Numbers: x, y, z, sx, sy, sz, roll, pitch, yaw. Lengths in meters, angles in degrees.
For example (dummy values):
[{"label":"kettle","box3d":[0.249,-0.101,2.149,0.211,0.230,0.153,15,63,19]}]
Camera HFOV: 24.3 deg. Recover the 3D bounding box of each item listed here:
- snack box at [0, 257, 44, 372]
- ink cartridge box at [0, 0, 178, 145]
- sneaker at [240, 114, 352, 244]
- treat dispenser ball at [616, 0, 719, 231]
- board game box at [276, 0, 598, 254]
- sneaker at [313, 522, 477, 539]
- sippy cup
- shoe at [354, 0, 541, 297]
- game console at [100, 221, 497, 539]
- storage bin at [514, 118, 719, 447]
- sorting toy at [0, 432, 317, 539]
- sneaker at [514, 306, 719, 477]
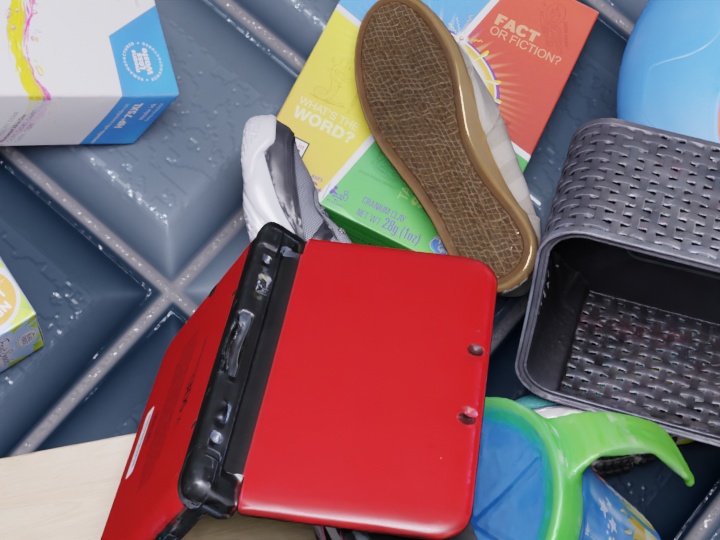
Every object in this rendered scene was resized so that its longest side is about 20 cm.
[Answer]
[{"label":"snack box","box3d":[-0.308,0.020,0.946,0.199,0.068,0.169,-32,77,-14]},{"label":"ink cartridge box","box3d":[-0.216,-0.137,0.964,0.199,0.067,0.117,-5,70,-38]},{"label":"sneaker","box3d":[0.000,0.000,0.964,0.113,0.075,0.201,-14,91,-1]},{"label":"treat dispenser ball","box3d":[0.250,-0.100,0.978,0.199,0.201,0.202,2,72,-6]},{"label":"board game box","box3d":[0.040,-0.105,1.039,0.152,0.040,0.201,25,71,2]},{"label":"sneaker","box3d":[0.006,0.138,0.847,0.080,0.200,0.087,-6,113,-7]},{"label":"sippy cup","box3d":[0.094,0.154,0.904,0.130,0.177,0.140,30,62,-37]},{"label":"shoe","box3d":[0.053,-0.072,0.987,0.070,0.053,0.201,-29,70,19]},{"label":"game console","box3d":[-0.032,0.080,0.840,0.118,0.172,0.201,31,36,-14]},{"label":"storage bin","box3d":[0.194,0.014,0.901,0.199,0.136,0.094,15,48,9]},{"label":"sorting toy","box3d":[-0.118,0.195,0.910,0.199,0.070,0.200,-10,73,-9]},{"label":"sneaker","box3d":[0.169,0.066,0.992,0.199,0.078,0.080,-16,59,-18]}]
